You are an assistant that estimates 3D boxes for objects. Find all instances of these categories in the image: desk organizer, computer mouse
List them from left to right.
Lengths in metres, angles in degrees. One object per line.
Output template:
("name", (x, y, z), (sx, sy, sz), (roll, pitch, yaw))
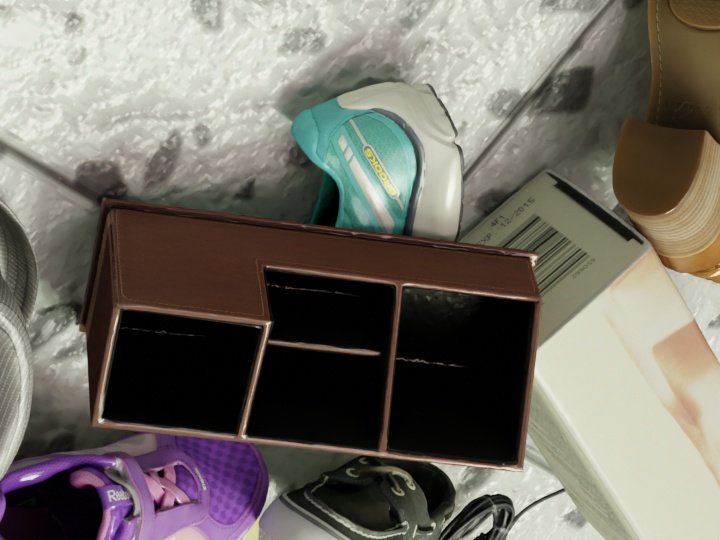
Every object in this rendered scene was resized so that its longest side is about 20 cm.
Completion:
("desk organizer", (-0.019, 0.030, 1.168), (0.199, 0.077, 0.072), (7, 123, -12))
("computer mouse", (0.104, 0.112, 1.426), (0.200, 0.034, 0.059), (-31, 128, -19))

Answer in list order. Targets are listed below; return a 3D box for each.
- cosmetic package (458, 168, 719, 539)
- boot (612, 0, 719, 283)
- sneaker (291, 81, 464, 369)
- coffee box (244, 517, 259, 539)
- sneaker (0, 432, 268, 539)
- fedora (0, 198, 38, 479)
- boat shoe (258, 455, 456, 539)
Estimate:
("cosmetic package", (0.127, 0.059, 1.328), (0.087, 0.103, 0.200), (-40, 129, -8))
("boot", (0.191, -0.092, 1.303), (0.155, 0.076, 0.201), (32, 74, -64))
("sneaker", (0.000, 0.000, 1.240), (0.079, 0.078, 0.201), (-8, 125, -12))
("coffee box", (-0.143, 0.179, 1.279), (0.199, 0.044, 0.123), (-19, 134, -28))
("sneaker", (-0.113, 0.110, 1.188), (0.200, 0.081, 0.088), (-14, 163, -41))
("fedora", (-0.200, 0.055, 1.090), (0.176, 0.090, 0.200), (10, 116, -44))
("boat shoe", (0.003, 0.117, 1.297), (0.057, 0.068, 0.200), (-59, 168, 3))
